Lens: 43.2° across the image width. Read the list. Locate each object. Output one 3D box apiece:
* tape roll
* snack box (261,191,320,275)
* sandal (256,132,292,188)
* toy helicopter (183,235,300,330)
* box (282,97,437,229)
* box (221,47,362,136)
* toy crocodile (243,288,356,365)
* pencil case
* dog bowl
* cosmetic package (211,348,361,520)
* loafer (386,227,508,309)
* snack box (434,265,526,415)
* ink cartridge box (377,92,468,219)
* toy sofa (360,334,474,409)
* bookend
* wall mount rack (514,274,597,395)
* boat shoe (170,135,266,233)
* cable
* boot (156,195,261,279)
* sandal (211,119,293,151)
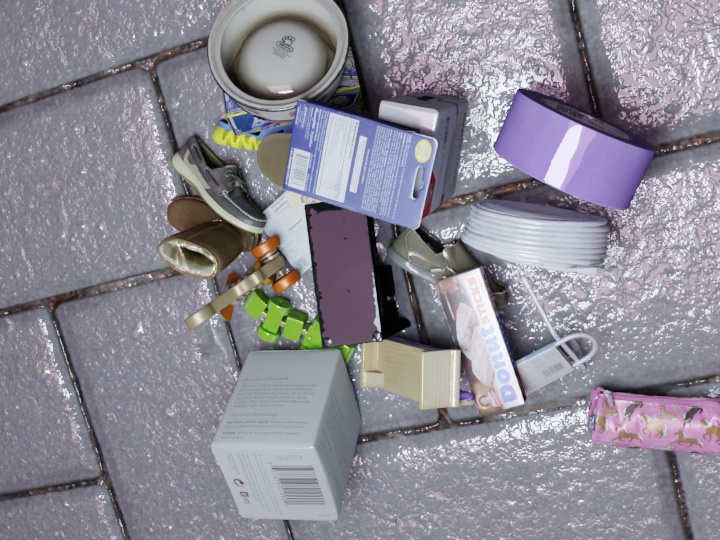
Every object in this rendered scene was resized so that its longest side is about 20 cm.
[{"bbox_3d":[0.282,-0.163,1.203,0.197,0.200,0.086,26,110,8],"label":"tape roll"},{"bbox_3d":[-0.055,-0.098,1.402,0.199,0.037,0.117,-39,91,21],"label":"snack box"},{"bbox_3d":[-0.055,-0.138,1.300,0.209,0.069,0.079,18,85,35],"label":"sandal"},{"bbox_3d":[-0.195,0.033,1.386,0.132,0.199,0.080,-25,99,50],"label":"toy helicopter"},{"bbox_3d":[0.001,-0.137,1.171,0.197,0.032,0.123,19,109,19],"label":"box"},{"bbox_3d":[-0.100,-0.259,1.320,0.196,0.064,0.071,-13,72,2],"label":"box"},{"bbox_3d":[-0.099,0.090,1.457,0.197,0.062,0.068,25,110,4],"label":"toy crocodile"},{"bbox_3d":[0.431,0.218,1.320,0.196,0.087,0.084,3,73,15],"label":"pencil case"},{"bbox_3d":[-0.109,-0.295,1.260,0.196,0.074,0.204,-2,71,5],"label":"dog bowl"},{"bbox_3d":[-0.106,0.250,1.397,0.162,0.201,0.167,-3,127,16],"label":"cosmetic package"},{"bbox_3d":[0.136,-0.007,1.350,0.198,0.075,0.071,27,111,5],"label":"loafer"},{"bbox_3d":[0.172,0.101,1.297,0.071,0.024,0.203,-18,92,22],"label":"snack box"},{"bbox_3d":[0.083,-0.164,1.261,0.082,0.200,0.147,13,107,16],"label":"ink cartridge box"},{"bbox_3d":[0.084,0.146,1.350,0.096,0.199,0.085,-1,93,-26],"label":"toy sofa"},{"bbox_3d":[0.000,0.000,1.345,0.090,0.200,0.203,-7,90,15],"label":"bookend"},{"bbox_3d":[0.235,0.109,1.323,0.198,0.075,0.174,-31,126,20],"label":"wall mount rack"},{"bbox_3d":[-0.214,-0.136,1.409,0.200,0.071,0.066,41,107,21],"label":"boat shoe"},{"bbox_3d":[0.239,-0.052,1.243,0.196,0.200,0.071,7,101,-6],"label":"cable"},{"bbox_3d":[-0.255,-0.055,1.384,0.172,0.200,0.067,16,108,11],"label":"boot"},{"bbox_3d":[-0.131,-0.221,1.375,0.196,0.079,0.089,11,103,12],"label":"sandal"}]
